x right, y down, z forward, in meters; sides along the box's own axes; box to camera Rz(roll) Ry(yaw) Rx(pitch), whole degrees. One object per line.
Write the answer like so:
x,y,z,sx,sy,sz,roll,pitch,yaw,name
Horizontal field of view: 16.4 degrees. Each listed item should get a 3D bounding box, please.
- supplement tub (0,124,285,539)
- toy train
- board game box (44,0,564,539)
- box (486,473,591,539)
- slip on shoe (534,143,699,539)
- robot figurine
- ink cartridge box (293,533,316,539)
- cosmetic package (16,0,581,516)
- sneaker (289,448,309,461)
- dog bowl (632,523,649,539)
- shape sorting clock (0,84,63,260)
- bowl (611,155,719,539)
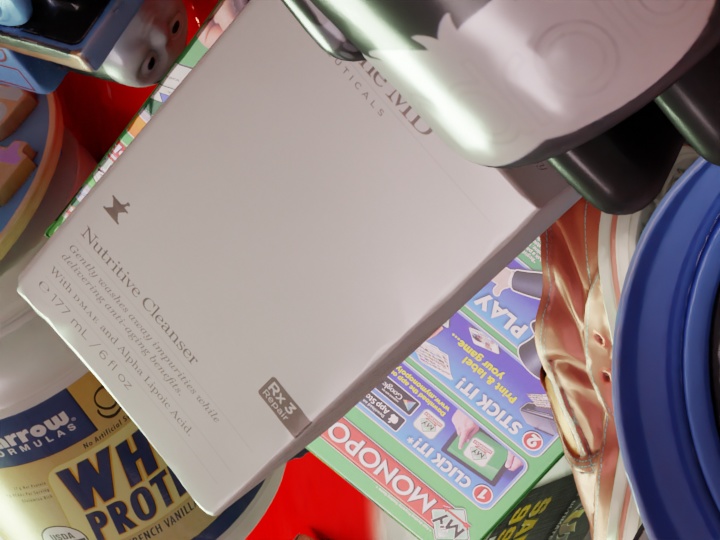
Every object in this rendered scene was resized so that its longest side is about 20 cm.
-0.134,0.040,1.121,0.144,0.144,0.200,15,148,42,supplement tub
-0.146,-0.120,0.935,0.200,0.087,0.114,17,158,36,toy train
0.000,0.000,0.908,0.200,0.029,0.135,40,119,-2,board game box
0.052,0.175,1.028,0.048,0.200,0.158,38,157,-7,box
0.095,0.044,0.851,0.061,0.074,0.200,22,131,44,slip on shoe
0.035,-0.110,0.641,0.200,0.150,0.125,46,-170,-18,robot figurine
0.034,0.250,1.349,0.165,0.075,0.200,23,153,30,ink cartridge box
-0.012,-0.021,0.808,0.113,0.081,0.200,48,134,6,cosmetic package
-0.037,0.000,1.017,0.082,0.070,0.200,59,155,28,sneaker
0.180,0.140,0.806,0.200,0.200,0.074,29,173,20,dog bowl
-0.213,-0.023,1.048,0.200,0.200,0.039,16,150,41,shape sorting clock
0.166,0.040,0.699,0.201,0.039,0.201,11,109,35,bowl
